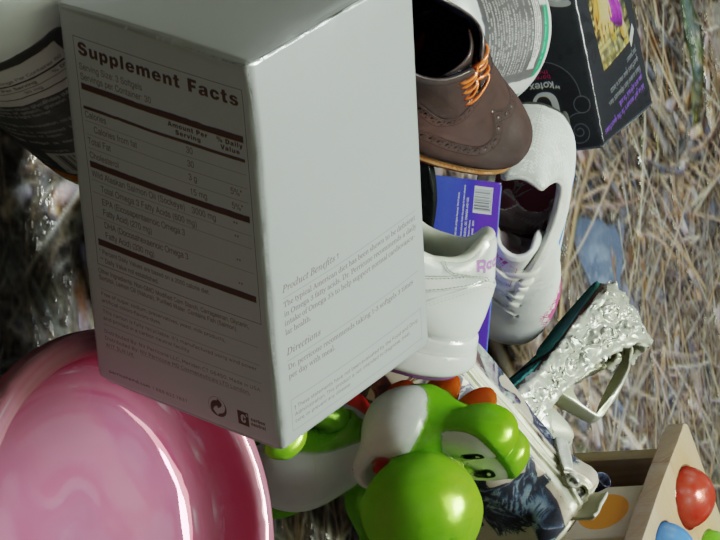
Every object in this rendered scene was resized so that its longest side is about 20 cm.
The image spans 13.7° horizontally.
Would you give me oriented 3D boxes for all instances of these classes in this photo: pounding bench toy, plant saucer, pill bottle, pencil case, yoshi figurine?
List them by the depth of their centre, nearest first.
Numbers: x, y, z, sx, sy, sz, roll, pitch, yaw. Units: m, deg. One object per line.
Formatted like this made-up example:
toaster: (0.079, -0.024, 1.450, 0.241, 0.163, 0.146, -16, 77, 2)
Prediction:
pill bottle: (-0.152, -0.127, 1.402, 0.200, 0.116, 0.116, 43, 48, -53)
plant saucer: (-0.126, 0.129, 1.440, 0.201, 0.051, 0.201, 10, 76, -46)
yoshi figurine: (-0.014, 0.110, 1.538, 0.112, 0.200, 0.112, -2, 87, -64)
pencil case: (0.046, 0.070, 1.623, 0.200, 0.089, 0.078, 49, 38, -7)
pill bottle: (0.032, -0.139, 1.756, 0.200, 0.113, 0.113, -22, 104, -68)
pounding bench toy: (0.166, 0.215, 1.921, 0.200, 0.156, 0.124, 67, 31, -31)

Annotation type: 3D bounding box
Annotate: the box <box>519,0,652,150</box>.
box: (0.097, -0.179, 1.896, 0.106, 0.122, 0.200, -38, 119, -61)

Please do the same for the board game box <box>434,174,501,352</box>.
board game box: (0.044, 0.062, 1.762, 0.134, 0.045, 0.200, 106, -10, -68)

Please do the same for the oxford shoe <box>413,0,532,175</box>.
oxford shoe: (0.042, -0.102, 1.602, 0.200, 0.073, 0.071, 34, 74, -46)

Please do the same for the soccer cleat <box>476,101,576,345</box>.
soccer cleat: (0.092, -0.014, 1.865, 0.086, 0.070, 0.200, -74, 172, -46)

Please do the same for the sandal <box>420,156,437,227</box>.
sandal: (0.001, 0.001, 1.676, 0.048, 0.075, 0.200, -64, 159, -68)

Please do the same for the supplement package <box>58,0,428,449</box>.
supplement package: (-0.051, -0.042, 1.377, 0.117, 0.117, 0.200, -33, 131, -42)

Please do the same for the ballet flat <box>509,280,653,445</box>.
ballet flat: (0.124, 0.079, 1.903, 0.200, 0.072, 0.072, -42, 124, -37)

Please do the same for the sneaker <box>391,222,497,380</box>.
sneaker: (-0.025, -0.017, 1.532, 0.075, 0.200, 0.100, -84, -167, -70)
